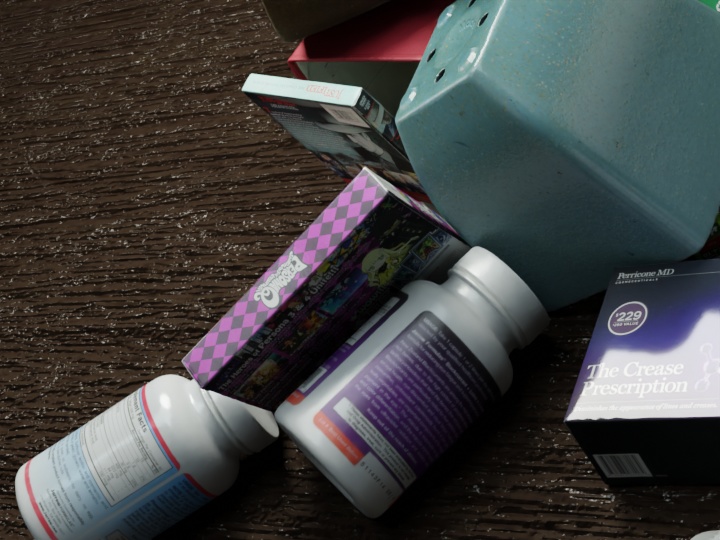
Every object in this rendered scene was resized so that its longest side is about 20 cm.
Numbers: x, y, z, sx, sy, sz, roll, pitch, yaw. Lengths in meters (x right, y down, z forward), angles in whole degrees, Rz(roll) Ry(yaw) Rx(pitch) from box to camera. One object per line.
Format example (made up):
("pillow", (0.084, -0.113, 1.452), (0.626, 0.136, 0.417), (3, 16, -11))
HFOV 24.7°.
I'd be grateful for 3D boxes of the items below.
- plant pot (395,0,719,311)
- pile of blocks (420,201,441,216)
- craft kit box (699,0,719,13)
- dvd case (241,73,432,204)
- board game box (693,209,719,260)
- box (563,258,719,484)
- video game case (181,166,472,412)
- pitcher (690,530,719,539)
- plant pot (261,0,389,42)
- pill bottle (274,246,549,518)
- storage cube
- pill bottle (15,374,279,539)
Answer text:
("plant pot", (0.147, -0.120, 1.220), (0.196, 0.200, 0.196), (-27, 34, 57))
("pile of blocks", (0.000, 0.000, 1.329), (0.200, 0.082, 0.062), (-21, 54, -29))
("craft kit box", (0.351, -0.220, 1.263), (0.197, 0.049, 0.200), (-7, 22, -32))
("dvd case", (0.010, -0.097, 1.374), (0.146, 0.200, 0.022), (14, 72, 48))
("board game box", (0.330, -0.076, 1.209), (0.200, 0.048, 0.102), (-27, 37, 15))
("box", (0.254, 0.065, 1.096), (0.200, 0.079, 0.141), (-6, 44, 36))
("video game case", (-0.015, 0.027, 1.249), (0.200, 0.181, 0.036), (-46, 61, 10))
("pitcher", (0.280, 0.169, 0.897), (0.200, 0.121, 0.172), (-52, 41, 40))
("plant pot", (0.015, -0.300, 1.348), (0.200, 0.187, 0.187), (-11, 41, 10))
("pill bottle", (0.043, 0.079, 1.227), (0.200, 0.111, 0.111), (-43, 36, -8))
("storage cube", (0.082, -0.182, 1.433), (0.200, 0.171, 0.180), (7, 53, 45))
("pill bottle", (-0.170, 0.154, 1.328), (0.200, 0.109, 0.109), (-33, 36, 6))
